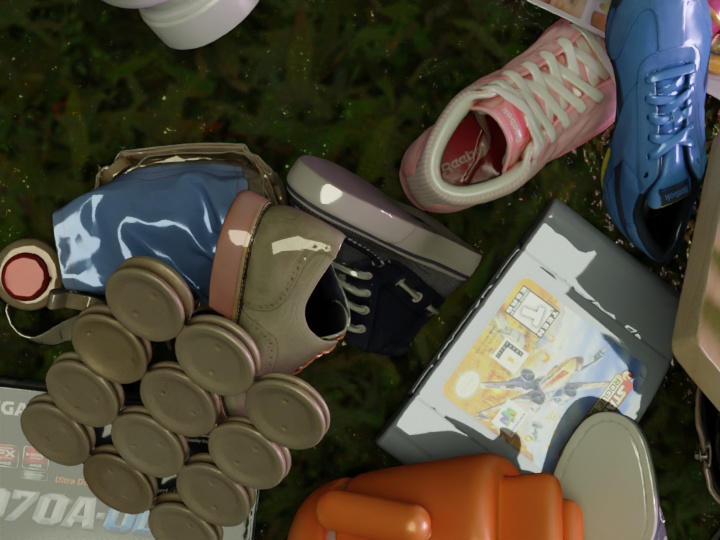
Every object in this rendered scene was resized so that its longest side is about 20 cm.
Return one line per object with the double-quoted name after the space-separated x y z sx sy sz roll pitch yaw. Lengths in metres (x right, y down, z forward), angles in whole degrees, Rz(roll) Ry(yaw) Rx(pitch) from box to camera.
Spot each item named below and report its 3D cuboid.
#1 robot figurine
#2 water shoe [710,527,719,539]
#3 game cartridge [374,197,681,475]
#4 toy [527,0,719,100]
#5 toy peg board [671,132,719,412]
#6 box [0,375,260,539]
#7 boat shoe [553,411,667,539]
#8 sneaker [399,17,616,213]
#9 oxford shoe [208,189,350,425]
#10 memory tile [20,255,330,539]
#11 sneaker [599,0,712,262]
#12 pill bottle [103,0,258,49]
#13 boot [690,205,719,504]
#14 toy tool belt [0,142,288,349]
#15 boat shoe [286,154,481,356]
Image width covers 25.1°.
0.037 0.177 1.007 0.199 0.144 0.117 -13 91 24 "robot figurine"
0.266 0.192 1.054 0.071 0.079 0.201 22 93 -4 "water shoe"
0.120 0.071 1.062 0.133 0.042 0.200 36 91 0 "game cartridge"
0.214 -0.180 1.022 0.199 0.047 0.116 24 70 -5 "toy"
0.290 0.030 0.954 0.098 0.200 0.199 -25 118 37 "toy peg board"
-0.166 0.157 1.047 0.199 0.046 0.160 7 93 -3 "box"
0.165 0.184 1.050 0.072 0.062 0.201 3 102 28 "boat shoe"
0.115 -0.104 1.017 0.200 0.105 0.076 -36 93 -1 "sneaker"
-0.046 0.042 0.940 0.073 0.201 0.071 15 52 9 "oxford shoe"
-0.114 0.087 0.952 0.153 0.017 0.200 37 134 -3 "memory tile"
0.187 -0.092 0.982 0.066 0.079 0.201 -9 133 -7 "sneaker"
-0.140 -0.228 0.957 0.112 0.112 0.200 -39 130 0 "pill bottle"
0.235 0.047 1.007 0.070 0.146 0.201 -11 97 23 "boot"
-0.138 -0.012 1.000 0.199 0.123 0.126 -12 94 -2 "toy tool belt"
0.000 0.000 0.981 0.075 0.200 0.093 39 98 32 "boat shoe"
